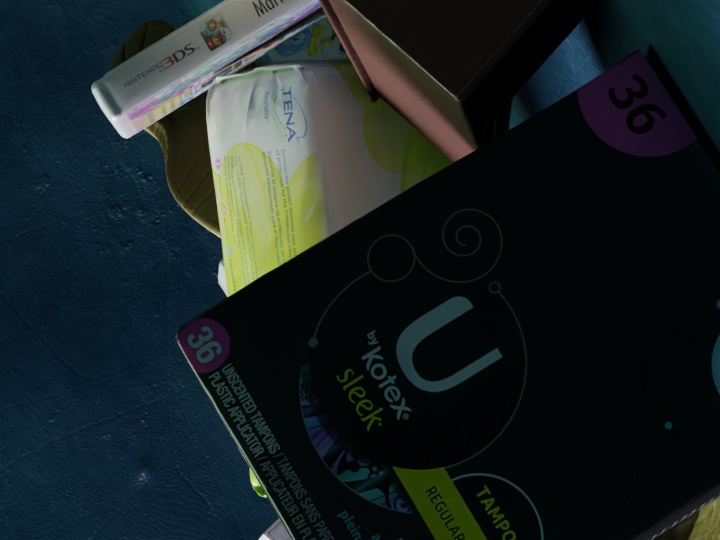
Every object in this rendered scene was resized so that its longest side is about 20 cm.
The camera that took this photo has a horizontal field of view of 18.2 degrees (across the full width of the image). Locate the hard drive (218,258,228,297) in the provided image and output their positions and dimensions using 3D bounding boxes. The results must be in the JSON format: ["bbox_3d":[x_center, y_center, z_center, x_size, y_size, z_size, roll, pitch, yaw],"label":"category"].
[{"bbox_3d":[0.019,0.049,1.310,0.200,0.131,0.026,55,152,34],"label":"hard drive"}]

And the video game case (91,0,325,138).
[{"bbox_3d":[-0.041,-0.119,1.043,0.024,0.181,0.200,59,177,-4],"label":"video game case"}]

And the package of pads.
[{"bbox_3d":[0.000,0.000,1.062,0.154,0.068,0.202,-10,-86,-56],"label":"package of pads"}]

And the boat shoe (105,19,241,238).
[{"bbox_3d":[-0.069,-0.065,1.171,0.063,0.073,0.201,34,-175,-40],"label":"boat shoe"}]

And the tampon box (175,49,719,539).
[{"bbox_3d":[0.057,0.044,0.838,0.150,0.199,0.126,58,176,11],"label":"tampon box"}]

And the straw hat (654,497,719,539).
[{"bbox_3d":[0.138,0.097,1.008,0.085,0.202,0.201,13,-154,-31],"label":"straw hat"}]

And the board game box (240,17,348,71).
[{"bbox_3d":[-0.006,-0.066,1.251,0.201,0.104,0.103,92,153,-50],"label":"board game box"}]

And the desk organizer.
[{"bbox_3d":[0.042,-0.095,0.915,0.077,0.072,0.200,42,178,11],"label":"desk organizer"}]

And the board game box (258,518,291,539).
[{"bbox_3d":[0.074,0.156,1.189,0.200,0.199,0.041,45,145,7],"label":"board game box"}]
